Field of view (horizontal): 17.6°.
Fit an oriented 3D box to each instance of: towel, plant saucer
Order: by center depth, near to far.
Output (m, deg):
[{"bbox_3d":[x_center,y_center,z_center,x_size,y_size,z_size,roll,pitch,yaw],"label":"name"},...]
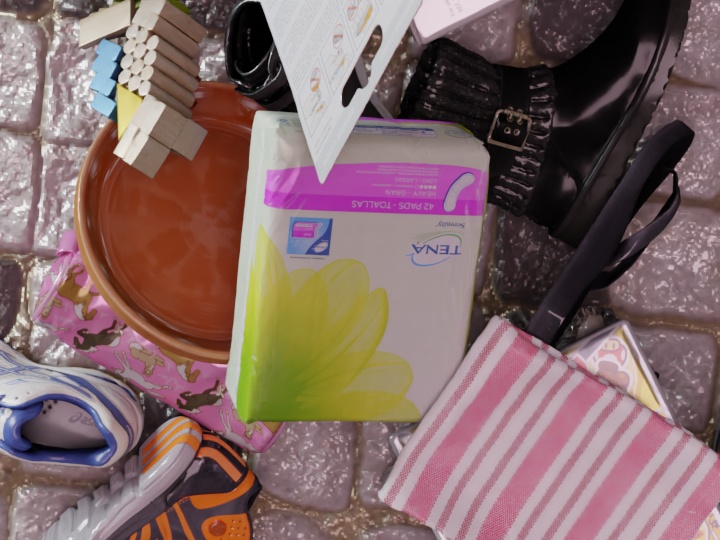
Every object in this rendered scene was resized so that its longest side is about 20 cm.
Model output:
[{"bbox_3d":[0.131,0.139,1.528,0.199,0.030,0.147,32,93,-8],"label":"towel"},{"bbox_3d":[-0.099,-0.032,1.587,0.199,0.032,0.201,8,68,-19],"label":"plant saucer"}]

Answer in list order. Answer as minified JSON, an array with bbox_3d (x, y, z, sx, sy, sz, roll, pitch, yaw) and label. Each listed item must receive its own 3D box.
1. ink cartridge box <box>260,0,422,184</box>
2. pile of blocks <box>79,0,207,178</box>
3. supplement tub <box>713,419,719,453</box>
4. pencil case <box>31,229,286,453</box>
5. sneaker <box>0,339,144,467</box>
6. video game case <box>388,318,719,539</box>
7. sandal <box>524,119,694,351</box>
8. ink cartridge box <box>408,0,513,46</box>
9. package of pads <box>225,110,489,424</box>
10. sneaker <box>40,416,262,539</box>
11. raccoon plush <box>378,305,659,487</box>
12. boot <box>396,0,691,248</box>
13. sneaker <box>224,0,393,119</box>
[{"bbox_3d":[-0.002,-0.177,1.437,0.057,0.201,0.163,1,138,-30],"label":"ink cartridge box"},{"bbox_3d":[-0.141,-0.145,1.576,0.082,0.062,0.201,-16,60,31],"label":"pile of blocks"},{"bbox_3d":[0.324,0.146,1.579,0.144,0.200,0.146,0,99,-1],"label":"supplement tub"},{"bbox_3d":[-0.132,0.047,1.618,0.199,0.083,0.087,30,100,-4],"label":"pencil case"},{"bbox_3d":[-0.251,0.091,1.622,0.199,0.088,0.076,8,101,-1],"label":"sneaker"},{"bbox_3d":[0.143,0.161,1.570,0.181,0.023,0.201,-27,89,4],"label":"video game case"},{"bbox_3d":[0.176,-0.016,1.586,0.043,0.076,0.200,31,67,9],"label":"sandal"},{"bbox_3d":[0.108,-0.232,1.542,0.199,0.146,0.084,-26,98,3],"label":"ink cartridge box"},{"bbox_3d":[0.000,0.000,1.518,0.154,0.068,0.201,2,107,-19],"label":"package of pads"},{"bbox_3d":[-0.149,0.201,1.647,0.200,0.078,0.112,-41,115,21],"label":"sneaker"},{"bbox_3d":[0.109,0.094,1.628,0.199,0.097,0.135,-4,92,0],"label":"raccoon plush"},{"bbox_3d":[0.122,-0.133,1.592,0.157,0.079,0.212,26,99,-5],"label":"boot"},{"bbox_3d":[-0.034,-0.103,1.562,0.071,0.099,0.201,-26,80,41],"label":"sneaker"}]
